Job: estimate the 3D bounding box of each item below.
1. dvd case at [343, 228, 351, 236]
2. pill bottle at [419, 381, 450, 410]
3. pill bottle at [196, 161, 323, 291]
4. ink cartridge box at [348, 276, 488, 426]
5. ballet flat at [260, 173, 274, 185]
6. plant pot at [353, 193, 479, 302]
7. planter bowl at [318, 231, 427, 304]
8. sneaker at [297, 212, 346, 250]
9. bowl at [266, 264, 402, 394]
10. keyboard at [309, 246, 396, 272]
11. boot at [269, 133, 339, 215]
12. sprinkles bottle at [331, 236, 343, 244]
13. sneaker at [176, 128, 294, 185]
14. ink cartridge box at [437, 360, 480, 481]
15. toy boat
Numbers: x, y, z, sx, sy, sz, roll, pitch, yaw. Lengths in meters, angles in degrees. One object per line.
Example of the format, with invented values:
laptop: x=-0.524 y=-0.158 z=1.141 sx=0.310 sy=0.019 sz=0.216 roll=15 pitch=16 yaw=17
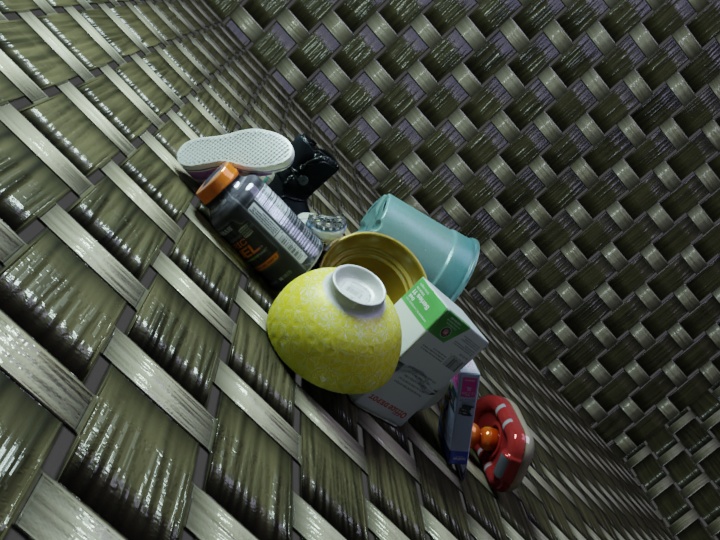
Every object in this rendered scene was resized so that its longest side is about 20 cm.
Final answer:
dvd case: x=-0.002 y=0.001 z=1.780 sx=0.150 sy=0.016 sz=0.201 roll=80 pitch=-16 yaw=-45
pill bottle: x=0.073 y=0.140 z=1.499 sx=0.111 sy=0.111 sz=0.201 roll=40 pitch=13 yaw=-38
pill bottle: x=-0.158 y=-0.072 z=1.310 sx=0.200 sy=0.106 sz=0.106 roll=45 pitch=10 yaw=-16
ink cartridge box: x=0.077 y=0.129 z=1.312 sx=0.146 sy=0.200 sz=0.083 roll=37 pitch=11 yaw=-49
ballet flat: x=-0.222 y=-0.170 z=1.494 sx=0.067 sy=0.063 sz=0.199 roll=35 pitch=-10 yaw=-36
plant pot: x=0.088 y=-0.029 z=1.607 sx=0.195 sy=0.201 sz=0.201 roll=34 pitch=14 yaw=-14
planter bowl: x=0.012 y=0.043 z=1.451 sx=0.201 sy=0.200 sz=0.084 roll=50 pitch=-29 yaw=6
sneaker: x=-0.069 y=-0.059 z=1.429 sx=0.071 sy=0.074 sz=0.200 roll=3 pitch=3 yaw=-15
bowl: x=-0.020 y=0.057 z=1.174 sx=0.197 sy=0.108 sz=0.201 roll=17 pitch=36 yaw=-13
keyboard: x=0.000 y=0.000 z=1.522 sx=0.197 sy=0.105 sz=0.040 roll=12 pitch=29 yaw=12
boot: x=-0.099 y=-0.145 z=1.654 sx=0.200 sy=0.168 sz=0.077 roll=45 pitch=10 yaw=-23
sprinkles bottle: x=-0.035 y=0.000 z=1.681 sx=0.068 sy=0.068 sz=0.201 roll=41 pitch=12 yaw=-35
sneaker: x=-0.182 y=-0.164 z=1.369 sx=0.115 sy=0.198 sz=0.074 roll=58 pitch=41 yaw=-53
ink cartridge box: x=0.165 y=0.242 z=1.468 sx=0.041 sy=0.203 sz=0.120 roll=2 pitch=18 yaw=-5
toy boat: x=0.236 y=0.314 z=1.608 sx=0.129 sy=0.132 sz=0.200 roll=15 pitch=19 yaw=-12
